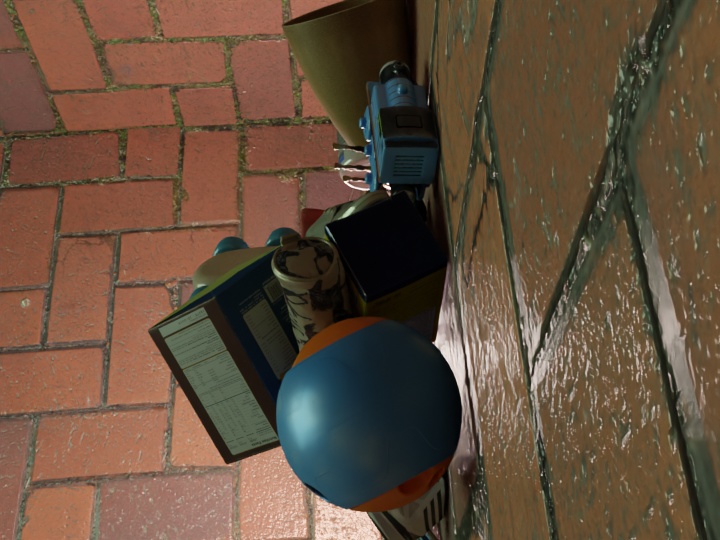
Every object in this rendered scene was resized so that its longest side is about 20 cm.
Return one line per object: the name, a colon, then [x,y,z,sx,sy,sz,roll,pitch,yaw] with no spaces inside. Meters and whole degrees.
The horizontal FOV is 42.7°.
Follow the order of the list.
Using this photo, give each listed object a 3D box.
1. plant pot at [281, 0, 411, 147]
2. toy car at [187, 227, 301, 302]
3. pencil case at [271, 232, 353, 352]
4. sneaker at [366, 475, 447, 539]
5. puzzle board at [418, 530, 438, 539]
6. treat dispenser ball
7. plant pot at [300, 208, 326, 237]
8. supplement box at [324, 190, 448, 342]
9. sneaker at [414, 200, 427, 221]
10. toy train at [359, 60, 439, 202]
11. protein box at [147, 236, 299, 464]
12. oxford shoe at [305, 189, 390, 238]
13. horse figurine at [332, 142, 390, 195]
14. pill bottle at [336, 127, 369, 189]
plant pot: [0.001,-0.287,1.345,0.187,0.183,0.203,-99,-8,-72]
toy car: [-0.157,0.070,1.444,0.185,0.174,0.203,-75,-27,-59]
pencil case: [-0.048,0.053,1.072,0.089,0.077,0.202,35,148,42]
sneaker: [0.038,0.250,1.164,0.202,0.115,0.076,53,-176,-18]
puzzle board: [0.045,0.354,1.356,0.200,0.017,0.152,48,156,28]
treat dispenser ball: [0.010,0.152,0.978,0.201,0.197,0.205,177,90,-88]
plant pot: [0.000,0.000,1.405,0.200,0.174,0.205,177,90,-89]
supplement box: [0.028,0.019,1.119,0.110,0.107,0.201,59,164,28]
sneaker: [0.004,-0.043,1.248,0.090,0.199,0.078,58,-152,10]
toy train: [0.048,-0.174,1.145,0.115,0.085,0.202,101,168,-48]
protein box: [-0.127,0.101,1.197,0.202,0.134,0.198,61,-144,-9]
oxford shoe: [-0.022,-0.059,1.155,0.200,0.074,0.059,-43,61,61]
horse figurine: [0.032,-0.147,1.371,0.200,0.130,0.051,49,-130,-77]
pill bottle: [0.014,-0.250,1.547,0.114,0.111,0.204,91,175,-66]
